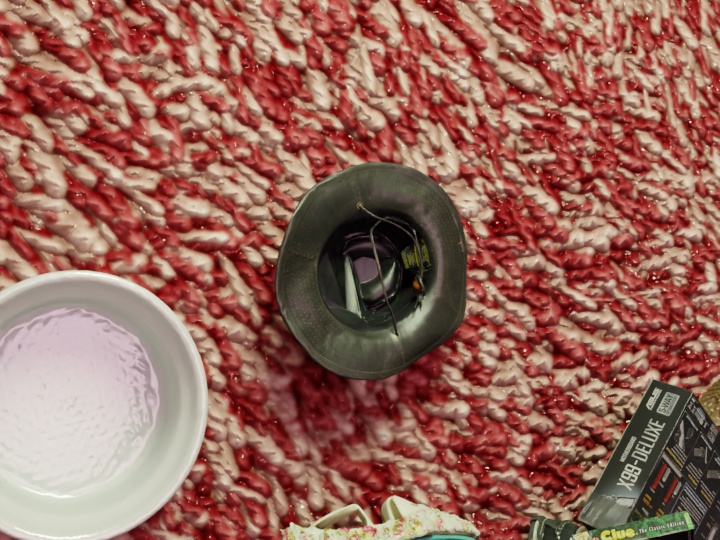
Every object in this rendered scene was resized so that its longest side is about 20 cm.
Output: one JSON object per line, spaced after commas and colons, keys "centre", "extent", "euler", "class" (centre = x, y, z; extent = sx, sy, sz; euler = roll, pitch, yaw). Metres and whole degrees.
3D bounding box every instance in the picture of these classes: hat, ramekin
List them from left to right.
{"centre": [-0.226, 0.104, 0.742], "extent": [0.197, 0.097, 0.205], "euler": [1, 86, -21], "class": "ramekin"}
{"centre": [0.000, 0.000, 0.849], "extent": [0.198, 0.081, 0.205], "euler": [1, 87, -30], "class": "hat"}

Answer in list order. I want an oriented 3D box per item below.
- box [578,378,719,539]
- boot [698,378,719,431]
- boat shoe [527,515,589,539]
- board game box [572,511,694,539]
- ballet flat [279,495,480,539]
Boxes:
{"centre": [0.310, 0.230, 0.931], "extent": [0.200, 0.049, 0.159], "euler": [45, 71, -36], "class": "box"}
{"centre": [0.450, 0.152, 1.019], "extent": [0.197, 0.075, 0.109], "euler": [-20, 98, -22], "class": "boot"}
{"centre": [0.178, 0.341, 0.909], "extent": [0.072, 0.067, 0.204], "euler": [17, 82, -63], "class": "boat shoe"}
{"centre": [0.260, 0.296, 0.877], "extent": [0.103, 0.024, 0.202], "euler": [-15, 131, 6], "class": "board game box"}
{"centre": [0.016, 0.238, 0.847], "extent": [0.197, 0.076, 0.065], "euler": [-4, 54, -27], "class": "ballet flat"}
